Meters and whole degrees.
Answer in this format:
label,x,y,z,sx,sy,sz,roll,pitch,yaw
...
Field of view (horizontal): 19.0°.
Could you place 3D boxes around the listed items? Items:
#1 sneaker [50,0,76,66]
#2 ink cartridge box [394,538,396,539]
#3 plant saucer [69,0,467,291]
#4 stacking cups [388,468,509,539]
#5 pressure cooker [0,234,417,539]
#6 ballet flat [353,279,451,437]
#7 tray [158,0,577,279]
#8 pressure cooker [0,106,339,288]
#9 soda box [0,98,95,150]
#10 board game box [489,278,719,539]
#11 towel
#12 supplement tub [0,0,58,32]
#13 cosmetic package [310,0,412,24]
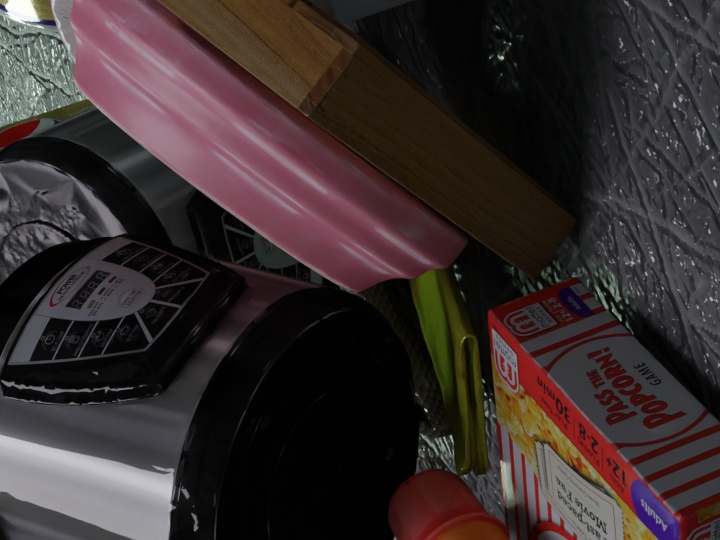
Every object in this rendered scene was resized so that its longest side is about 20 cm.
label,x,y,z,sx,sy,sz,roll,pitch,yaw
sneaker,-0.070,-0.097,1.053,0.200,0.075,0.089,44,-159,-15
ink cartridge box,0.011,0.200,1.183,0.200,0.116,0.067,49,-179,44
plant saucer,-0.047,-0.055,0.911,0.200,0.051,0.201,37,-176,-3
stacking cups,0.063,0.158,0.899,0.200,0.060,0.061,50,154,49
pressure cooker,-0.096,0.078,0.997,0.199,0.176,0.179,13,91,33
ballet flat,0.000,0.000,1.121,0.200,0.046,0.067,62,-168,17
tray,0.007,-0.064,0.863,0.099,0.037,0.200,40,-177,33
pressure cooker,-0.106,-0.021,1.216,0.179,0.200,0.176,45,132,15
soda box,-0.167,-0.064,1.322,0.064,0.199,0.068,38,144,60
board game box,0.116,0.127,0.914,0.152,0.046,0.201,49,154,49
towel,0.030,0.001,1.011,0.200,0.018,0.086,-105,5,-51
supplement tub,-0.165,-0.235,1.215,0.146,0.145,0.200,66,162,11
cosmetic package,-0.027,-0.185,0.959,0.200,0.081,0.113,31,138,64
